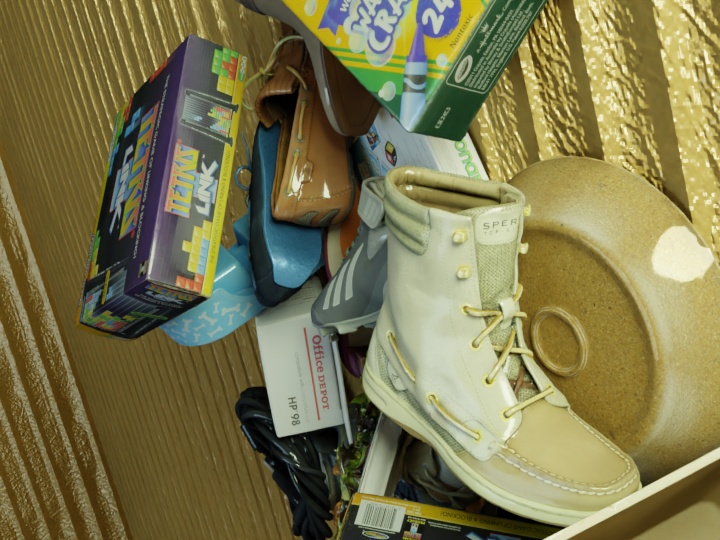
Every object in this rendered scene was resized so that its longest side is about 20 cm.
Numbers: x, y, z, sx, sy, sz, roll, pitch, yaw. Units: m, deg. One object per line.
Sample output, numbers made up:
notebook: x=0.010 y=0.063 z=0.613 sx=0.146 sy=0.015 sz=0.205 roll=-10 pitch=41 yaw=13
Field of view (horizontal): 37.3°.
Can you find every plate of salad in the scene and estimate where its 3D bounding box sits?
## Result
plate of salad: x=0.008 y=0.138 z=0.802 sx=0.047 sy=0.201 sz=0.202 roll=16 pitch=138 yaw=8

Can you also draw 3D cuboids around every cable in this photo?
cable: x=-0.075 y=0.194 z=1.047 sx=0.165 sy=0.050 sz=0.200 roll=69 pitch=165 yaw=-3

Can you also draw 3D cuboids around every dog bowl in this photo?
dog bowl: x=-0.101 y=-0.008 z=0.936 sx=0.111 sy=0.199 sz=0.050 roll=36 pitch=158 yaw=55

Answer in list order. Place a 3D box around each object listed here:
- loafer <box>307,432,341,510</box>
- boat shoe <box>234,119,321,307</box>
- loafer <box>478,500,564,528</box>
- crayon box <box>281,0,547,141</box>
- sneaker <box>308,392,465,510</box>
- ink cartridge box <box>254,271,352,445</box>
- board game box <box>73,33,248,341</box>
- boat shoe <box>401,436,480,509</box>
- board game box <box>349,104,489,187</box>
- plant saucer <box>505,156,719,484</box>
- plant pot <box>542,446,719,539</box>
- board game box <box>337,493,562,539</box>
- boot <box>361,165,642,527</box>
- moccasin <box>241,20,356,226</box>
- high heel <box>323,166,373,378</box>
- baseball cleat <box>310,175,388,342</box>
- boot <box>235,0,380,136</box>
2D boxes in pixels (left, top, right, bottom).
loafer: x=-0.050 y=0.147 z=1.087 sx=0.201 sy=0.062 sz=0.072 roll=59 pitch=172 yaw=21
boat shoe: x=-0.070 y=-0.062 z=0.861 sx=0.069 sy=0.083 sz=0.202 roll=-52 pitch=21 yaw=45
loafer: x=0.117 y=0.173 z=0.751 sx=0.074 sy=0.071 sz=0.201 roll=60 pitch=154 yaw=20
crayon box: x=0.018 y=-0.187 z=0.626 sx=0.200 sy=0.051 sz=0.126 roll=50 pitch=120 yaw=32
sneaker: x=0.025 y=0.176 z=0.941 sx=0.199 sy=0.080 sz=0.075 roll=29 pitch=135 yaw=56
ink cartridge box: x=-0.059 y=0.066 z=0.970 sx=0.201 sy=0.066 sz=0.117 roll=-110 pitch=11 yaw=-64
board game box: x=-0.160 y=-0.060 z=0.847 sx=0.165 sy=0.056 sz=0.203 roll=-27 pitch=52 yaw=55
boat shoe: x=0.073 y=0.134 z=0.757 sx=0.074 sy=0.069 sz=0.200 roll=35 pitch=169 yaw=3
board game box: x=0.059 y=-0.026 z=0.763 sx=0.202 sy=0.034 sz=0.126 roll=67 pitch=156 yaw=7
plant saucer: x=0.125 y=0.036 z=0.622 sx=0.199 sy=0.035 sz=0.203 roll=29 pitch=128 yaw=44
plant pot: x=0.180 y=0.186 z=0.497 sx=0.202 sy=0.198 sz=0.177 roll=63 pitch=165 yaw=13
board game box: x=0.090 y=0.227 z=0.688 sx=0.197 sy=0.057 sz=0.167 roll=7 pitch=135 yaw=15
boot: x=0.079 y=0.037 z=0.596 sx=0.199 sy=0.071 sz=0.157 roll=30 pitch=126 yaw=41
moccasin: x=-0.051 y=-0.130 z=0.821 sx=0.074 sy=0.077 sz=0.204 roll=137 pitch=133 yaw=-66
high heel: x=0.000 y=0.000 z=0.897 sx=0.096 sy=0.066 sz=0.203 roll=-128 pitch=24 yaw=-68
baseball cleat: x=0.015 y=-0.009 z=0.766 sx=0.199 sy=0.069 sz=0.108 roll=-20 pitch=79 yaw=60
boot: x=-0.044 y=-0.202 z=0.768 sx=0.145 sy=0.070 sz=0.203 roll=12 pitch=100 yaw=45
